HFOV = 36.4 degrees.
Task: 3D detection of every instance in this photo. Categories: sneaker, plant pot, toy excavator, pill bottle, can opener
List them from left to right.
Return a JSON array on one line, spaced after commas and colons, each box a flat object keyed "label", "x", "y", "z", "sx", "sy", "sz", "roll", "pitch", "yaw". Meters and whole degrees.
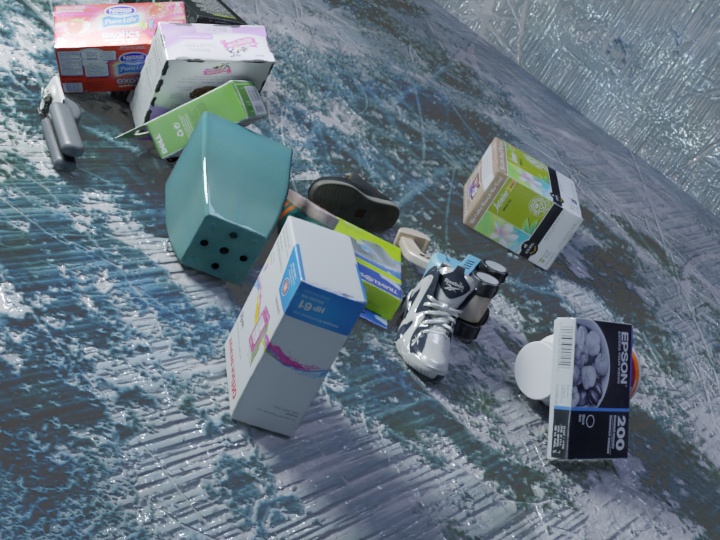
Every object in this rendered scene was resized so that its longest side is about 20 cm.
[{"label": "can opener", "x": -0.415, "y": -0.208, "z": 1.540, "sx": 0.066, "sy": 0.053, "sz": 0.200, "roll": 17, "pitch": 29, "yaw": -32}, {"label": "plant pot", "x": -0.183, "y": -0.087, "z": 1.489, "sx": 0.141, "sy": 0.141, "sz": 0.200, "roll": 22, "pitch": 33, "yaw": -20}, {"label": "sneaker", "x": -0.100, "y": -0.073, "z": 1.644, "sx": 0.071, "sy": 0.080, "sz": 0.200, "roll": 30, "pitch": 2, "yaw": -25}, {"label": "sneaker", "x": -0.033, "y": -0.125, "z": 1.823, "sx": 0.200, "sy": 0.075, "sz": 0.106, "roll": 18, "pitch": 22, "yaw": -48}, {"label": "sneaker", "x": 0.114, "y": 0.058, "z": 1.566, "sx": 0.079, "sy": 0.130, "sz": 0.199, "roll": 27, "pitch": 25, "yaw": -9}, {"label": "toy excavator", "x": 0.129, "y": 0.001, "z": 1.750, "sx": 0.200, "sy": 0.100, "sz": 0.194, "roll": 27, "pitch": 22, "yaw": 9}, {"label": "pill bottle", "x": 0.327, "y": 0.153, "z": 1.658, "sx": 0.200, "sy": 0.113, "sz": 0.113, "roll": 6, "pitch": 35, "yaw": -43}]

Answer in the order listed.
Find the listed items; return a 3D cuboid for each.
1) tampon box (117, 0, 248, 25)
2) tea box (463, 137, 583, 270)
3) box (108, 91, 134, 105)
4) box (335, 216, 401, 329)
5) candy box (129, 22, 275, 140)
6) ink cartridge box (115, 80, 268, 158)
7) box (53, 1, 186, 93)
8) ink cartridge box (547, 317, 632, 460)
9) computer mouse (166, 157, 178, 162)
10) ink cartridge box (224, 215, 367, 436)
[{"label": "tampon box", "x": -0.326, "y": -0.432, "z": 1.949, "sx": 0.126, "sy": 0.150, "sz": 0.200, "roll": -3, "pitch": 42, "yaw": -51}, {"label": "tea box", "x": 0.315, "y": -0.135, "z": 2.159, "sx": 0.196, "sy": 0.134, "sz": 0.200, "roll": 27, "pitch": 25, "yaw": -8}, {"label": "box", "x": -0.312, "y": -0.297, "z": 1.820, "sx": 0.199, "sy": 0.060, "sz": 0.117, "roll": 22, "pitch": 26, "yaw": -22}, {"label": "box", "x": 0.000, "y": 0.000, "z": 1.644, "sx": 0.122, "sy": 0.048, "sz": 0.200, "roll": 26, "pitch": 24, "yaw": -11}, {"label": "candy box", "x": -0.241, "y": -0.281, "z": 1.648, "sx": 0.167, "sy": 0.200, "sz": 0.072, "roll": -4, "pitch": 63, "yaw": -27}, {"label": "ink cartridge box", "x": -0.243, "y": -0.209, "z": 1.593, "sx": 0.059, "sy": 0.199, "sz": 0.104, "roll": 66, "pitch": 15, "yaw": -4}, {"label": "box", "x": -0.364, "y": -0.343, "z": 1.680, "sx": 0.199, "sy": 0.100, "sz": 0.096, "roll": -5, "pitch": 56, "yaw": -9}, {"label": "ink cartridge box", "x": 0.346, "y": 0.172, "z": 1.570, "sx": 0.200, "sy": 0.199, "sz": 0.043, "roll": 7, "pitch": -5, "yaw": -44}, {"label": "computer mouse", "x": -0.200, "y": -0.147, "z": 1.695, "sx": 0.200, "sy": 0.046, "sz": 0.140, "roll": 27, "pitch": 26, "yaw": 18}, {"label": "ink cartridge box", "x": -0.080, "y": 0.064, "z": 1.248, "sx": 0.084, "sy": 0.200, "sz": 0.145, "roll": 18, "pitch": 27, "yaw": -20}]
